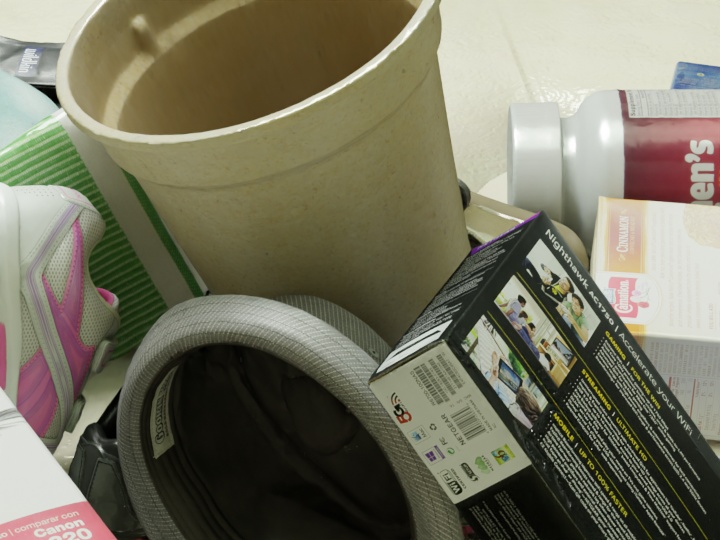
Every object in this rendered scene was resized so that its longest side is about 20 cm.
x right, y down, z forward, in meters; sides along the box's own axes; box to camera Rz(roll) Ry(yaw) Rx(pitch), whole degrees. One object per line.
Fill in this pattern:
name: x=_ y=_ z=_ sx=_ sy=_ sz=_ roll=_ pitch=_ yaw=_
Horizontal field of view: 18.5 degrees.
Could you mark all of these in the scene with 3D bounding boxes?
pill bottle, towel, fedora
pill bottle: x=0.193 y=-0.060 z=1.401 sx=0.199 sy=0.110 sz=0.110 roll=0 pitch=31 yaw=1
towel: x=-0.187 y=0.015 z=1.166 sx=0.200 sy=0.153 sz=0.023 roll=-38 pitch=38 yaw=-14
fedora: x=-0.023 y=0.091 z=1.071 sx=0.200 sy=0.177 sz=0.090 roll=50 pitch=36 yaw=-2

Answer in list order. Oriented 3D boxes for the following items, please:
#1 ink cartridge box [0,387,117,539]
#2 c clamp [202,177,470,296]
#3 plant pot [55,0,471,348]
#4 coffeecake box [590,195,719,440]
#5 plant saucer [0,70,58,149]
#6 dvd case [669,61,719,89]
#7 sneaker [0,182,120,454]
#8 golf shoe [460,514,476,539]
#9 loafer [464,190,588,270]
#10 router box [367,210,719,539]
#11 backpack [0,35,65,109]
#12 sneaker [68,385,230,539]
ink cartridge box: x=-0.180 y=0.142 z=1.020 sx=0.084 sy=0.146 sz=0.200 roll=-18 pitch=37 yaw=-27
c clamp: x=0.000 y=0.000 z=1.218 sx=0.170 sy=0.027 sz=0.200 roll=-1 pitch=40 yaw=26
plant pot: x=-0.028 y=-0.056 z=1.124 sx=0.199 sy=0.184 sz=0.201 roll=-14 pitch=37 yaw=11
coffeecake box: x=0.232 y=0.030 z=1.292 sx=0.199 sy=0.073 sz=0.154 roll=5 pitch=32 yaw=5
plant saucer: x=-0.262 y=-0.076 z=1.212 sx=0.200 sy=0.039 sz=0.201 roll=-4 pitch=35 yaw=3
dvd case: x=0.279 y=-0.089 z=1.542 sx=0.142 sy=0.018 sz=0.200 roll=9 pitch=32 yaw=10
sneaker: x=-0.163 y=0.045 z=1.130 sx=0.088 sy=0.201 sz=0.081 roll=-11 pitch=27 yaw=-29
golf shoe: x=0.037 y=0.062 z=1.216 sx=0.072 sy=0.093 sz=0.200 roll=-2 pitch=30 yaw=-5
loafer: x=0.040 y=-0.018 z=1.360 sx=0.199 sy=0.076 sz=0.067 roll=13 pitch=27 yaw=18
router box: x=0.102 y=0.089 z=1.032 sx=0.051 sy=0.200 sz=0.149 roll=-31 pitch=9 yaw=32
backpack: x=-0.157 y=-0.039 z=1.314 sx=0.189 sy=0.155 sz=0.200 roll=-11 pitch=37 yaw=-4
sneaker: x=-0.077 y=0.085 z=1.167 sx=0.071 sy=0.098 sz=0.200 roll=25 pitch=37 yaw=36
